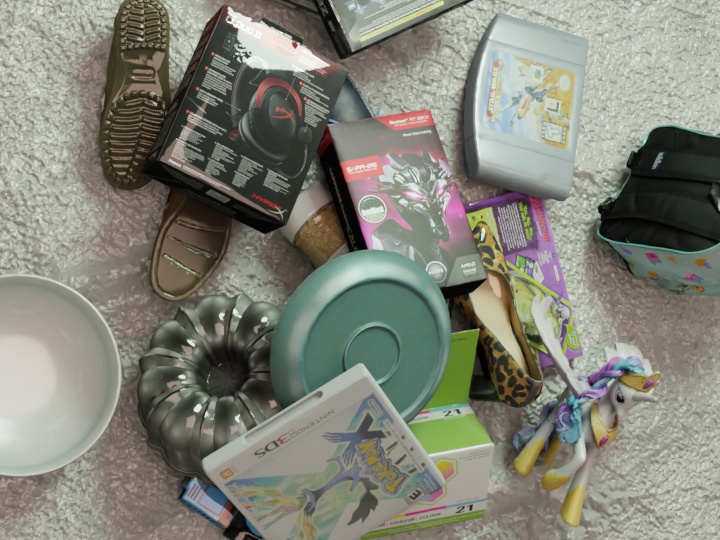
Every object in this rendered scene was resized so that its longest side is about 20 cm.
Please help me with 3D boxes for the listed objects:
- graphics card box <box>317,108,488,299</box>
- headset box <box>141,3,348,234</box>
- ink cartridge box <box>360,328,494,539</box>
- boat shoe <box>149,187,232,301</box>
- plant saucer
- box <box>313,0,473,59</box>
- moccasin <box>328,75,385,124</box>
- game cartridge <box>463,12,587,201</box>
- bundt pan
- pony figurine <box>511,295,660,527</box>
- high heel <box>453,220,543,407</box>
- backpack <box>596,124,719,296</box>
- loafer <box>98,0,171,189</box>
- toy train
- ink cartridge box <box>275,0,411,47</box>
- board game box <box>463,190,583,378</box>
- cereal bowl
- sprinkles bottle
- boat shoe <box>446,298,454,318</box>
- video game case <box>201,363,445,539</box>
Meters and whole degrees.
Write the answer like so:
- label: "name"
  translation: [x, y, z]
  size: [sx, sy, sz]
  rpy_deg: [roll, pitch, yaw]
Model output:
- label: "graphics card box"
  translation: [0.041, -0.063, 1.523]
  size: [0.125, 0.051, 0.201]
  rpy_deg: [-10, 74, -24]
- label: "headset box"
  translation: [-0.112, -0.161, 1.500]
  size: [0.148, 0.075, 0.201]
  rpy_deg: [25, 75, -17]
- label: "ink cartridge box"
  translation: [0.061, 0.171, 1.537]
  size: [0.147, 0.076, 0.201]
  rpy_deg: [-8, 126, -18]
- label: "boat shoe"
  translation: [-0.170, -0.059, 1.544]
  size: [0.072, 0.068, 0.201]
  rpy_deg: [26, 76, -18]
- label: "plant saucer"
  translation: [0.007, 0.080, 1.444]
  size: [0.199, 0.027, 0.202]
  rpy_deg: [-7, 107, -25]
- label: "box"
  translation: [0.035, -0.336, 1.555]
  size: [0.199, 0.049, 0.162]
  rpy_deg: [-27, 93, -18]
- label: "moccasin"
  translation: [0.011, -0.130, 1.604]
  size: [0.080, 0.068, 0.201]
  rpy_deg: [-29, 92, -17]
- label: "game cartridge"
  translation: [0.184, -0.187, 1.667]
  size: [0.132, 0.041, 0.202]
  rpy_deg: [14, 73, -19]
- label: "bundt pan"
  translation: [-0.135, 0.109, 1.486]
  size: [0.200, 0.076, 0.203]
  rpy_deg: [-3, 63, 5]
- label: "pony figurine"
  translation: [0.242, 0.143, 1.593]
  size: [0.166, 0.194, 0.201]
  rpy_deg: [20, 115, -23]
- label: "high heel"
  translation: [0.157, 0.043, 1.567]
  size: [0.071, 0.142, 0.202]
  rpy_deg: [0, 87, -22]
- label: "backpack"
  translation: [0.390, -0.061, 1.649]
  size: [0.153, 0.200, 0.176]
  rpy_deg: [42, 73, -26]
- label: "loafer"
  translation: [-0.232, -0.185, 1.539]
  size: [0.075, 0.067, 0.202]
  rpy_deg: [8, 98, -13]
- label: "toy train"
  translation: [-0.101, 0.190, 1.536]
  size: [0.114, 0.087, 0.201]
  rpy_deg: [34, 77, -6]
- label: "ink cartridge box"
  translation: [-0.027, -0.351, 1.605]
  size: [0.199, 0.085, 0.147]
  rpy_deg: [21, 80, -16]
- label: "board game box"
  translation: [0.172, 0.015, 1.664]
  size: [0.119, 0.032, 0.202]
  rpy_deg: [-14, 90, -14]
- label: "cereal bowl"
  translation: [-0.342, 0.104, 1.468]
  size: [0.198, 0.083, 0.202]
  rpy_deg: [1, 85, -17]
- label: "sprinkles bottle"
  translation: [0.000, 0.000, 1.559]
  size: [0.068, 0.068, 0.200]
  rpy_deg: [-40, 77, -16]
- label: "boat shoe"
  translation: [0.066, 0.064, 1.606]
  size: [0.074, 0.066, 0.201]
  rpy_deg: [22, 79, -13]
- label: "video game case"
  translation: [-0.032, 0.199, 1.450]
  size: [0.182, 0.022, 0.200]
  rpy_deg: [-31, 132, 3]
